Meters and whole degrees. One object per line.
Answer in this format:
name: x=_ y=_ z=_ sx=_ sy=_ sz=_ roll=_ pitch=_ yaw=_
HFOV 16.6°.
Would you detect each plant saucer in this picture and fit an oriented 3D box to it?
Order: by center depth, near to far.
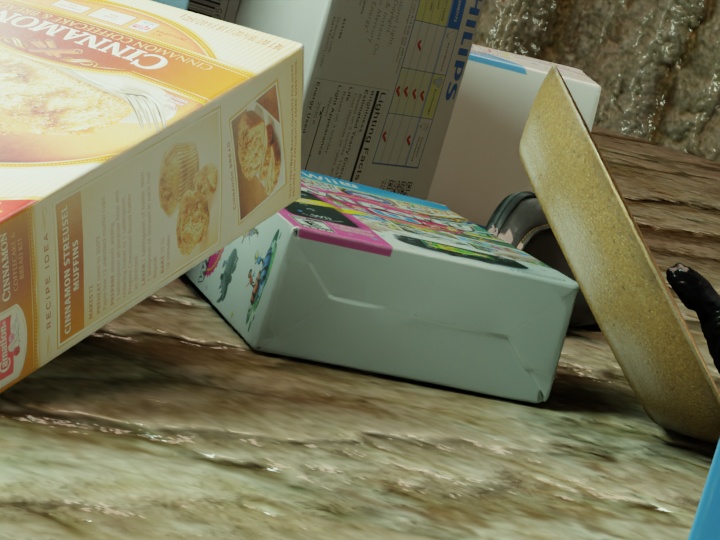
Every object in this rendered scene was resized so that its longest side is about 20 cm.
plant saucer: x=0.121 y=0.000 z=1.160 sx=0.035 sy=0.201 sz=0.200 roll=-27 pitch=5 yaw=6

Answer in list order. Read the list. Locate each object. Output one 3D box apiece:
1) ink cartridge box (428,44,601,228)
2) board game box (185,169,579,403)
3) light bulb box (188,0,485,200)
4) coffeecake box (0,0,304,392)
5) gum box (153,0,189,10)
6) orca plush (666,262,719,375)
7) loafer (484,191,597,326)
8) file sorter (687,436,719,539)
ink cartridge box: x=0.099 y=-0.102 z=1.867 sx=0.128 sy=0.126 sz=0.200 roll=14 pitch=8 yaw=-2
board game box: x=0.000 y=0.000 z=1.213 sx=0.147 sy=0.065 sz=0.200 roll=13 pitch=8 yaw=-19
light bulb box: x=-0.034 y=-0.126 z=1.538 sx=0.124 sy=0.199 sz=0.200 roll=20 pitch=9 yaw=26
coffeecake box: x=-0.140 y=-0.042 z=0.959 sx=0.153 sy=0.073 sz=0.200 roll=19 pitch=33 yaw=28
gum box: x=-0.185 y=-0.141 z=1.367 sx=0.169 sy=0.201 sz=0.045 roll=10 pitch=9 yaw=-23
orca plush: x=0.195 y=0.047 z=1.108 sx=0.071 sy=0.106 sz=0.200 roll=-12 pitch=33 yaw=-30
loafer: x=0.117 y=-0.001 z=1.408 sx=0.072 sy=0.073 sz=0.200 roll=22 pitch=11 yaw=20
file sorter: x=0.127 y=0.087 z=0.351 sx=0.122 sy=0.201 sz=0.139 roll=13 pitch=7 yaw=-39
